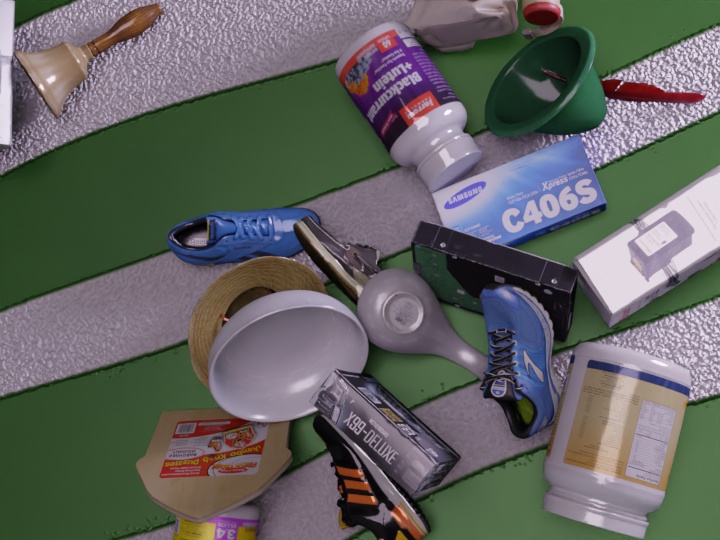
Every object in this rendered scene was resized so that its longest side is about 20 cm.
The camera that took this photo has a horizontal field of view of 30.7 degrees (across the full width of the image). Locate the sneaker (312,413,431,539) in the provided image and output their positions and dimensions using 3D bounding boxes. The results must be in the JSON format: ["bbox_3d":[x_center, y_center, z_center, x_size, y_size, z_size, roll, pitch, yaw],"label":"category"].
[{"bbox_3d":[-0.007,0.268,1.603,0.090,0.070,0.200,-42,78,-2],"label":"sneaker"}]

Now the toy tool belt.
[{"bbox_3d":[0.155,-0.359,1.642,0.198,0.125,0.124,-6,71,27],"label":"toy tool belt"}]

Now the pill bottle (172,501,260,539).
[{"bbox_3d":[-0.185,0.380,1.600,0.103,0.104,0.203,6,84,11],"label":"pill bottle"}]

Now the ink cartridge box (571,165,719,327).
[{"bbox_3d":[0.354,-0.024,1.545,0.199,0.145,0.085,-32,78,4],"label":"ink cartridge box"}]

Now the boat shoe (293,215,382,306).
[{"bbox_3d":[0.000,0.000,1.646,0.066,0.072,0.201,-43,85,-10],"label":"boat shoe"}]

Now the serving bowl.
[{"bbox_3d":[-0.093,0.094,1.586,0.199,0.201,0.066,-28,46,5],"label":"serving bowl"}]

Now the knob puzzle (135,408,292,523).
[{"bbox_3d":[-0.178,0.242,1.601,0.217,0.220,0.031,-3,122,10],"label":"knob puzzle"}]

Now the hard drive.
[{"bbox_3d":[0.160,0.013,1.575,0.198,0.140,0.038,17,65,15],"label":"hard drive"}]

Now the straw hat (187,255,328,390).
[{"bbox_3d":[-0.141,0.055,1.648,0.201,0.201,0.085,-43,36,1],"label":"straw hat"}]

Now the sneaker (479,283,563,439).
[{"bbox_3d":[0.183,0.109,1.539,0.078,0.089,0.202,-3,115,43],"label":"sneaker"}]

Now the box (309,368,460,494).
[{"bbox_3d":[0.033,0.188,1.542,0.157,0.200,0.050,41,93,14],"label":"box"}]

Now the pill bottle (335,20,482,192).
[{"bbox_3d":[0.064,-0.202,1.643,0.111,0.111,0.201,-35,77,3],"label":"pill bottle"}]

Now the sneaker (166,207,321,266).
[{"bbox_3d":[-0.150,-0.046,1.677,0.197,0.078,0.067,-7,78,8],"label":"sneaker"}]

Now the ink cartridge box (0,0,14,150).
[{"bbox_3d":[-0.526,-0.254,1.739,0.145,0.083,0.203,-12,76,50],"label":"ink cartridge box"}]

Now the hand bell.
[{"bbox_3d":[-0.354,-0.302,1.760,0.199,0.104,0.105,-35,77,-8],"label":"hand bell"}]

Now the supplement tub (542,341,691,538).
[{"bbox_3d":[0.293,0.196,1.522,0.143,0.144,0.202,15,84,12],"label":"supplement tub"}]

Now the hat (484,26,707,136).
[{"bbox_3d":[0.282,-0.190,1.642,0.199,0.176,0.167,-5,54,53],"label":"hat"}]

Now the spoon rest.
[{"bbox_3d":[0.085,0.076,1.603,0.199,0.061,0.100,34,87,-7],"label":"spoon rest"}]

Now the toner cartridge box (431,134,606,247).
[{"bbox_3d":[0.198,-0.086,1.636,0.198,0.043,0.096,-22,77,6],"label":"toner cartridge box"}]
